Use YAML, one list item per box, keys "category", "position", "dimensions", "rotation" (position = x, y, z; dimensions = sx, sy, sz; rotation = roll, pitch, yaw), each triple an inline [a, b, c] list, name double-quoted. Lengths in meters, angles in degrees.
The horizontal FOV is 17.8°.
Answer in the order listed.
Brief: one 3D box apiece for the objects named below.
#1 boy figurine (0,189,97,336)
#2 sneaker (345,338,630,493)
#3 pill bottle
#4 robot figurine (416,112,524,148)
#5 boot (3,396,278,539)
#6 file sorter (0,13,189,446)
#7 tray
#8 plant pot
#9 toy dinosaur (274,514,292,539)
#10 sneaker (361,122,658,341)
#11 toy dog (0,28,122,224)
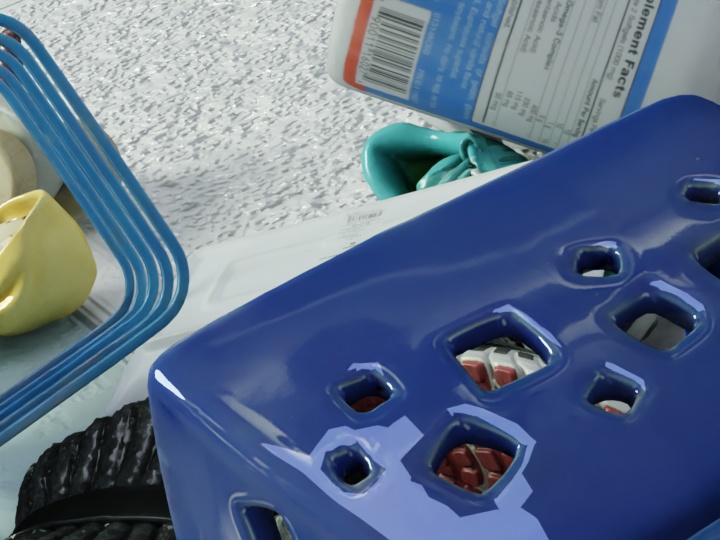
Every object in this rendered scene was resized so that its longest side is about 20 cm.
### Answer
- category: "boy figurine"
  position: [-0.218, 0.020, 1.039]
  dimensions: [0.199, 0.065, 0.124]
  rotation: [-16, 22, 0]
- category: "sneaker"
  position: [0.043, 0.043, 0.862]
  dimensions: [0.200, 0.078, 0.082]
  rotation: [15, 37, 42]
- category: "pill bottle"
  position: [0.095, -0.099, 0.941]
  dimensions: [0.199, 0.113, 0.112]
  rotation: [19, 33, 3]
- category: "robot figurine"
  position: [0.105, -0.114, 1.082]
  dimensions: [0.199, 0.150, 0.125]
  rotation: [7, 76, 34]
- category: "boot"
  position: [-0.132, 0.117, 0.794]
  dimensions: [0.210, 0.080, 0.158]
  rotation: [-1, 35, 1]
- category: "file sorter"
  position: [-0.153, -0.008, 0.876]
  dimensions: [0.123, 0.139, 0.200]
  rotation: [-35, 6, -11]
- category: "tray"
  position: [0.000, 0.000, 0.871]
  dimensions: [0.199, 0.022, 0.107]
  rotation: [-14, 25, 22]
- category: "plant pot"
  position: [0.081, 0.096, 0.627]
  dimensions: [0.200, 0.201, 0.180]
  rotation: [-27, 37, -23]
- category: "toy dinosaur"
  position: [0.027, 0.103, 0.755]
  dimensions: [0.199, 0.048, 0.088]
  rotation: [0, -26, -36]
- category: "sneaker"
  position: [0.061, -0.015, 0.940]
  dimensions: [0.078, 0.080, 0.200]
  rotation: [-61, 30, -1]
- category: "toy dog"
  position: [-0.221, -0.063, 1.139]
  dimensions: [0.199, 0.097, 0.132]
  rotation: [-7, 2, 6]
